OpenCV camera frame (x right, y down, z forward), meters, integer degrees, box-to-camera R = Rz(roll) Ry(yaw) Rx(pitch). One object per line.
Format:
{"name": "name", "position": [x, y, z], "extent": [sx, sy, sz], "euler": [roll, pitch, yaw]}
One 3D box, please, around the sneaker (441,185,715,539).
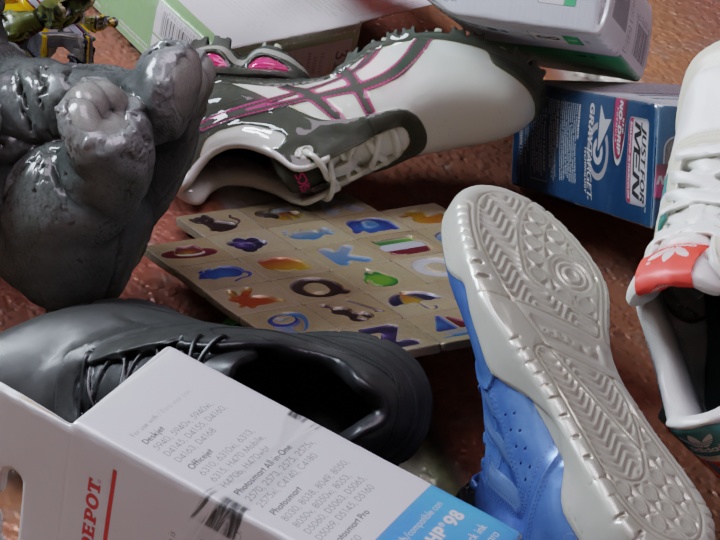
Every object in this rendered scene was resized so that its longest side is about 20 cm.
{"name": "sneaker", "position": [0.065, 0.068, 0.906], "extent": [0.077, 0.111, 0.200], "euler": [0, 51, -37]}

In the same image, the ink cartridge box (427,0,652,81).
{"name": "ink cartridge box", "position": [0.045, -0.144, 1.140], "extent": [0.199, 0.050, 0.161], "euler": [8, -1, 15]}

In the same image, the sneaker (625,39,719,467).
{"name": "sneaker", "position": [0.155, -0.013, 0.919], "extent": [0.070, 0.201, 0.093], "euler": [-12, -19, 37]}

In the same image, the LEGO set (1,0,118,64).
{"name": "LEGO set", "position": [-0.162, -0.132, 1.083], "extent": [0.116, 0.201, 0.154], "euler": [-6, 18, -26]}

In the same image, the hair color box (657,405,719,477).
{"name": "hair color box", "position": [0.227, 0.080, 0.958], "extent": [0.061, 0.102, 0.200], "euler": [-14, 42, -34]}

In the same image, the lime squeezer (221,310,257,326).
{"name": "lime squeezer", "position": [-0.038, 0.026, 1.012], "extent": [0.199, 0.038, 0.071], "euler": [-6, 39, -23]}

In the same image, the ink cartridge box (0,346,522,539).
{"name": "ink cartridge box", "position": [-0.049, 0.110, 0.822], "extent": [0.200, 0.116, 0.067], "euler": [27, 38, 20]}

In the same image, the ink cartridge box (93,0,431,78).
{"name": "ink cartridge box", "position": [-0.043, -0.163, 1.266], "extent": [0.200, 0.048, 0.146], "euler": [-15, 43, -35]}

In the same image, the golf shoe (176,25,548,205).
{"name": "golf shoe", "position": [-0.003, -0.070, 1.116], "extent": [0.199, 0.077, 0.088], "euler": [-3, 52, 13]}

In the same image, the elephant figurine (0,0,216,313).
{"name": "elephant figurine", "position": [-0.176, -0.078, 0.965], "extent": [0.199, 0.142, 0.155], "euler": [24, 59, 3]}

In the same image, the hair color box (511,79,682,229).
{"name": "hair color box", "position": [0.154, -0.060, 1.094], "extent": [0.100, 0.061, 0.200], "euler": [0, 8, -15]}

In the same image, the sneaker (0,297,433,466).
{"name": "sneaker", "position": [-0.072, 0.047, 0.895], "extent": [0.199, 0.076, 0.091], "euler": [-1, -4, 7]}

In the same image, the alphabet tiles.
{"name": "alphabet tiles", "position": [0.000, 0.000, 1.035], "extent": [0.166, 0.006, 0.200], "euler": [-10, 24, -29]}
